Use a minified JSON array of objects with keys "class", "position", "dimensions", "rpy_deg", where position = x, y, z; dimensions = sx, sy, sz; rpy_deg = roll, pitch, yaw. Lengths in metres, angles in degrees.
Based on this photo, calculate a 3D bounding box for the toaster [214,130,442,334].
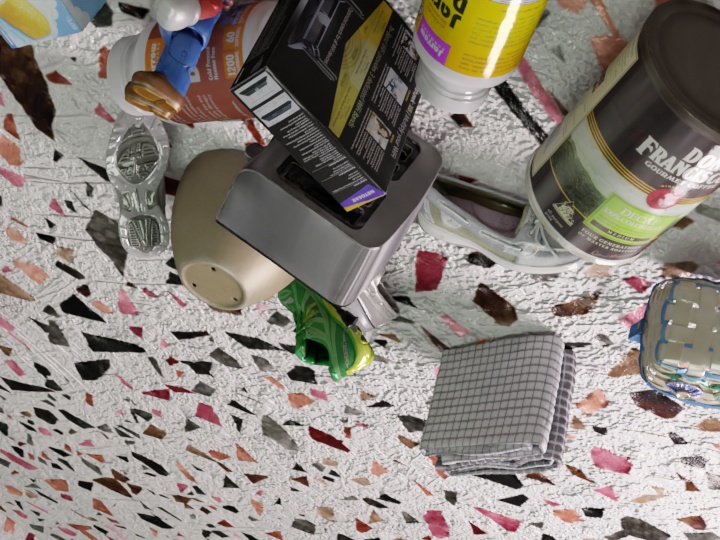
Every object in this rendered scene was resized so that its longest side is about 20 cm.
[{"class":"toaster","position":[-0.026,-0.076,0.994],"dimensions":[0.199,0.181,0.119],"rpy_deg":[35,142,4]}]

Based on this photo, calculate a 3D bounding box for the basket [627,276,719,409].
[{"class":"basket","position":[0.386,0.081,1.048],"dimensions":[0.174,0.141,0.200],"rpy_deg":[11,177,17]}]

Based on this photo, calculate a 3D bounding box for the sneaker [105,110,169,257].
[{"class":"sneaker","position":[-0.279,-0.123,1.187],"dimensions":[0.077,0.100,0.202],"rpy_deg":[-1,120,-14]}]

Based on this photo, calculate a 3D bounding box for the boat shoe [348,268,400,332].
[{"class":"boat shoe","position":[0.000,0.000,1.203],"dimensions":[0.065,0.072,0.201],"rpy_deg":[-20,128,6]}]

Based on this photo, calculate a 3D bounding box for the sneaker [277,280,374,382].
[{"class":"sneaker","position":[-0.064,0.074,1.265],"dimensions":[0.200,0.083,0.074],"rpy_deg":[41,162,45]}]

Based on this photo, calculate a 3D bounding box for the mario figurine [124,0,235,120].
[{"class":"mario figurine","position":[-0.169,-0.248,0.872],"dimensions":[0.122,0.202,0.106],"rpy_deg":[15,166,34]}]

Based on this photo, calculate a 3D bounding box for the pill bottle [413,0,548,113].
[{"class":"pill bottle","position":[0.105,-0.231,0.819],"dimensions":[0.103,0.105,0.201],"rpy_deg":[21,144,2]}]

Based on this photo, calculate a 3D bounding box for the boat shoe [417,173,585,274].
[{"class":"boat shoe","position":[0.157,-0.055,1.044],"dimensions":[0.200,0.075,0.065],"rpy_deg":[21,144,18]}]

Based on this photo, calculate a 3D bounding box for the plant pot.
[{"class":"plant pot","position":[-0.159,-0.031,1.190],"dimensions":[0.198,0.135,0.201],"rpy_deg":[15,144,11]}]

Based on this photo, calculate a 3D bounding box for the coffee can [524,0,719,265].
[{"class":"coffee can","position":[0.258,-0.116,0.847],"dimensions":[0.145,0.147,0.200],"rpy_deg":[27,144,-7]}]

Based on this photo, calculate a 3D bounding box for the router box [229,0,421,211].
[{"class":"router box","position":[-0.018,-0.181,0.867],"dimensions":[0.052,0.201,0.157],"rpy_deg":[-21,126,40]}]

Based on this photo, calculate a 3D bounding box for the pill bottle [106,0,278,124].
[{"class":"pill bottle","position":[-0.161,-0.211,0.982],"dimensions":[0.198,0.113,0.113],"rpy_deg":[0,138,28]}]

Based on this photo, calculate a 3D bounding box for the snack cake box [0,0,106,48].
[{"class":"snack cake box","position":[-0.366,-0.337,0.973],"dimensions":[0.114,0.068,0.201],"rpy_deg":[-2,137,31]}]

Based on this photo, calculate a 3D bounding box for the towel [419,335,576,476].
[{"class":"towel","position":[0.184,0.184,1.251],"dimensions":[0.198,0.167,0.085],"rpy_deg":[-16,136,41]}]
